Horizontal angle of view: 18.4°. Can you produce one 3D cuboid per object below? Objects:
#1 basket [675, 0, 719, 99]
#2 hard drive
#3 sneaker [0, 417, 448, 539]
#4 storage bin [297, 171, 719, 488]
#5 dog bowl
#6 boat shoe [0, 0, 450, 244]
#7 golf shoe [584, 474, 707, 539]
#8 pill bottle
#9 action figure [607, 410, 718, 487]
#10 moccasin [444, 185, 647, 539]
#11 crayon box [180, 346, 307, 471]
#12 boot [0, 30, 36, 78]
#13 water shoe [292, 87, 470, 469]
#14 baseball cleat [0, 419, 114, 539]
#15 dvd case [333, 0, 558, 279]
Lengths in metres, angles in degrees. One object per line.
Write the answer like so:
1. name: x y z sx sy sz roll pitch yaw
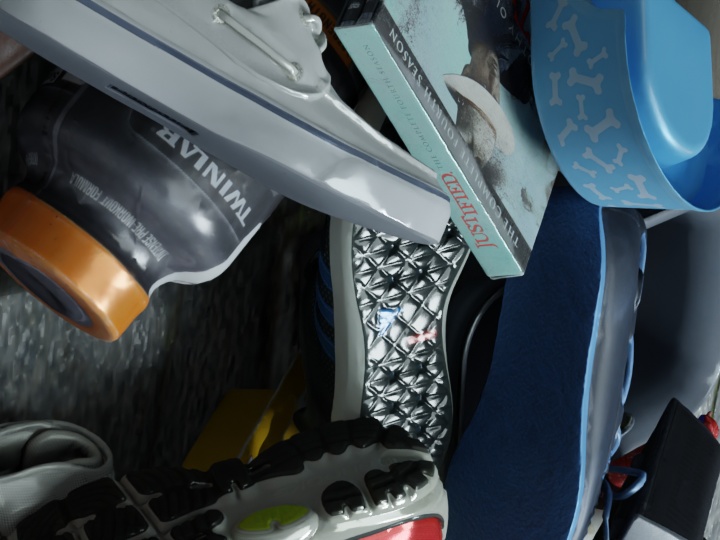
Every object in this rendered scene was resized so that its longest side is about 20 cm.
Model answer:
1. basket: 0.164 -0.187 1.081 0.180 0.136 0.200 -39 140 -78
2. hard drive: 0.110 0.170 1.043 0.200 0.042 0.135 -65 175 27
3. sneaker: -0.058 0.128 0.907 0.200 0.077 0.085 -12 122 -9
4. storage bin: 0.069 0.027 1.086 0.200 0.134 0.146 -22 125 -39
5. dog bowl: 0.113 -0.117 0.928 0.111 0.050 0.200 26 58 -53
6. boat shoe: -0.043 -0.077 0.817 0.200 0.074 0.065 30 83 -22
7. golf shoe: 0.125 0.146 1.234 0.094 0.200 0.078 0 73 -9
8. pill bottle: -0.067 -0.068 0.904 0.200 0.106 0.106 -53 140 -15
9. action figure: 0.154 0.080 1.169 0.065 0.200 0.052 -12 112 5
10. moccasin: 0.093 0.065 0.965 0.068 0.080 0.200 0 110 -53
11. crayon box: -0.048 0.145 1.032 0.126 0.051 0.200 -60 146 -57
12. boot: -0.169 -0.122 0.794 0.200 0.064 0.187 -42 149 -21
13. water shoe: 0.000 0.000 0.953 0.071 0.079 0.200 -7 113 -33
14. baseball cleat: -0.122 0.128 0.969 0.106 0.070 0.200 -53 142 5
15. dvd case: 0.057 -0.118 0.918 0.146 0.022 0.200 57 43 -38
